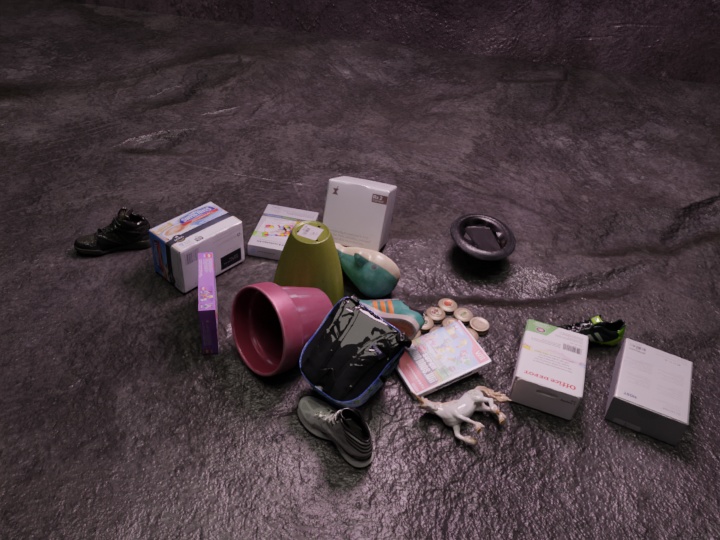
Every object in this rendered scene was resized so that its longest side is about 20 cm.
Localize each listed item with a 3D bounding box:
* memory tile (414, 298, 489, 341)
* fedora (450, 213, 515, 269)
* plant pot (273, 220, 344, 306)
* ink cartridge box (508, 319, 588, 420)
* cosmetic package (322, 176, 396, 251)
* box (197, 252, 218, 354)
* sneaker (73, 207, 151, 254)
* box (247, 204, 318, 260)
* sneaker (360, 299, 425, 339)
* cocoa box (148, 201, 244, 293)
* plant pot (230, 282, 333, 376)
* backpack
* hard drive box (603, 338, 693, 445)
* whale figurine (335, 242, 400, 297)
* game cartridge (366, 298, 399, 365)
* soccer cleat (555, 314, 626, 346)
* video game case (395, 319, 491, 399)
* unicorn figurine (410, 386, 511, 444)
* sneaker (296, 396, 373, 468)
[{"bbox_3d":[0.208,0.144,1.556,0.153,0.017,0.199,35,47,30],"label":"memory tile"},{"bbox_3d":[0.333,-0.070,1.769,0.199,0.092,0.201,4,39,-3],"label":"fedora"},{"bbox_3d":[-0.126,-0.014,1.556,0.185,0.201,0.188,4,40,-3],"label":"plant pot"},{"bbox_3d":[0.427,0.220,1.441,0.144,0.084,0.200,16,40,12],"label":"ink cartridge box"},{"bbox_3d":[-0.002,-0.157,1.719,0.163,0.166,0.200,12,12,8],"label":"cosmetic package"},{"bbox_3d":[-0.353,0.073,1.472,0.039,0.138,0.201,-3,40,-12],"label":"box"},{"bbox_3d":[-0.652,-0.107,1.668,0.198,0.115,0.076,-9,40,-14],"label":"sneaker"},{"bbox_3d":[-0.213,-0.105,1.780,0.155,0.041,0.201,10,41,5],"label":"box"},{"bbox_3d":[0.057,0.104,1.478,0.199,0.072,0.080,15,31,26],"label":"sneaker"},{"bbox_3d":[-0.416,-0.063,1.628,0.131,0.134,0.200,32,45,29],"label":"cocoa box"},{"bbox_3d":[-0.162,0.117,1.420,0.178,0.201,0.200,-13,41,-45],"label":"plant pot"},{"bbox_3d":[-0.020,0.187,1.348,0.183,0.147,0.200,36,74,16],"label":"backpack"},{"bbox_3d":[0.645,0.266,1.422,0.155,0.077,0.200,21,41,17],"label":"hard drive box"},{"bbox_3d":[0.000,0.000,1.619,0.199,0.159,0.104,24,76,15],"label":"whale figurine"},{"bbox_3d":[0.030,0.146,1.503,0.128,0.039,0.201,-6,39,9],"label":"game cartridge"},{"bbox_3d":[0.548,0.144,1.550,0.198,0.082,0.068,-1,40,-9],"label":"soccer cleat"},{"bbox_3d":[0.178,0.200,1.456,0.199,0.018,0.143,-21,46,-15],"label":"video game case"},{"bbox_3d":[0.214,0.297,1.342,0.199,0.074,0.137,-9,30,-40],"label":"unicorn figurine"},{"bbox_3d":[-0.047,0.291,1.269,0.200,0.116,0.075,33,46,29],"label":"sneaker"}]
